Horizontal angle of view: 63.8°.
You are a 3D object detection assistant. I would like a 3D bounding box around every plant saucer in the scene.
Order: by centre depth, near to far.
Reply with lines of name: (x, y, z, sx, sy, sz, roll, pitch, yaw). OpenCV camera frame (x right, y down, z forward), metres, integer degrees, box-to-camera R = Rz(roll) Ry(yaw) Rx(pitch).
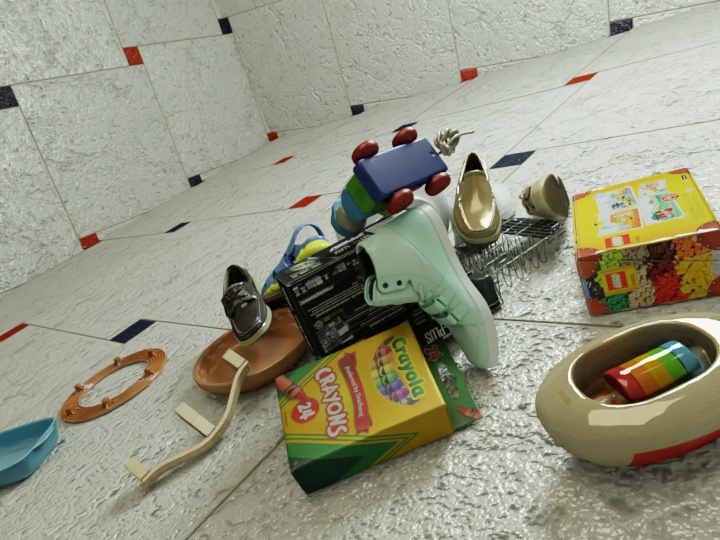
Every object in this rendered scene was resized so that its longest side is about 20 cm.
plant saucer: (-0.159, 0.125, 0.886, 0.198, 0.038, 0.201, -19, 22, 8)

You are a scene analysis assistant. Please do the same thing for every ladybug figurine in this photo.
ladybug figurine: (0.245, 0.101, 0.481, 0.198, 0.073, 0.136, -23, 21, 1)

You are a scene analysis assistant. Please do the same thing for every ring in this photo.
ring: (-0.441, 0.196, 1.031, 0.198, 0.019, 0.201, -21, 21, 8)

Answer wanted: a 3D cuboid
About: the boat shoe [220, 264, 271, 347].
boat shoe: (-0.192, 0.052, 0.926, 0.073, 0.065, 0.200, -39, 28, -1)

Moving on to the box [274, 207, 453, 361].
box: (0.019, 0.037, 0.729, 0.199, 0.165, 0.086, -29, 15, -13)

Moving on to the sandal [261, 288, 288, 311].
sandal: (-0.088, 0.037, 0.960, 0.199, 0.082, 0.055, -17, 45, 35)

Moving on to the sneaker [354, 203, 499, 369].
sneaker: (0.068, 0.038, 0.648, 0.117, 0.202, 0.074, -27, -2, -20)

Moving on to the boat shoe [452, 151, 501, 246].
boat shoe: (0.172, -0.116, 0.881, 0.071, 0.077, 0.201, -5, 37, 5)

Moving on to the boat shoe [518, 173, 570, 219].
boat shoe: (0.288, -0.111, 0.917, 0.064, 0.073, 0.200, -20, 3, 26)

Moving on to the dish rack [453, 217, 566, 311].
dish rack: (0.197, -0.020, 0.849, 0.199, 0.055, 0.153, -31, 24, -24)

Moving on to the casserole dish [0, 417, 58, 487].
casserole dish: (-0.552, 0.292, 0.889, 0.198, 0.039, 0.121, -18, 21, 11)

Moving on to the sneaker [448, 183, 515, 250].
sneaker: (0.212, -0.113, 1.006, 0.074, 0.088, 0.200, -8, 25, 36)

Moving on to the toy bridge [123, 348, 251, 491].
toy bridge: (-0.208, 0.196, 0.740, 0.067, 0.027, 0.200, 28, 61, 22)

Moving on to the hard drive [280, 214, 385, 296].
hard drive: (0.000, 0.000, 0.828, 0.199, 0.132, 0.026, -38, 48, 6)

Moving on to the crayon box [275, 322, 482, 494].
crayon box: (0.014, 0.136, 0.619, 0.198, 0.051, 0.127, -23, 38, -1)

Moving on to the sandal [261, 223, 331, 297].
sandal: (-0.110, -0.009, 1.006, 0.200, 0.079, 0.088, -43, 47, 36)

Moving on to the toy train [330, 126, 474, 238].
toy train: (0.055, -0.110, 0.712, 0.199, 0.085, 0.116, -28, -11, -40)

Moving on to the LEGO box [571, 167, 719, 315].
LEGO box: (0.344, -0.041, 0.711, 0.147, 0.078, 0.200, -13, 24, 25)

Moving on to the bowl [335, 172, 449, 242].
bowl: (0.064, -0.073, 0.905, 0.200, 0.203, 0.090, -26, 24, -10)
